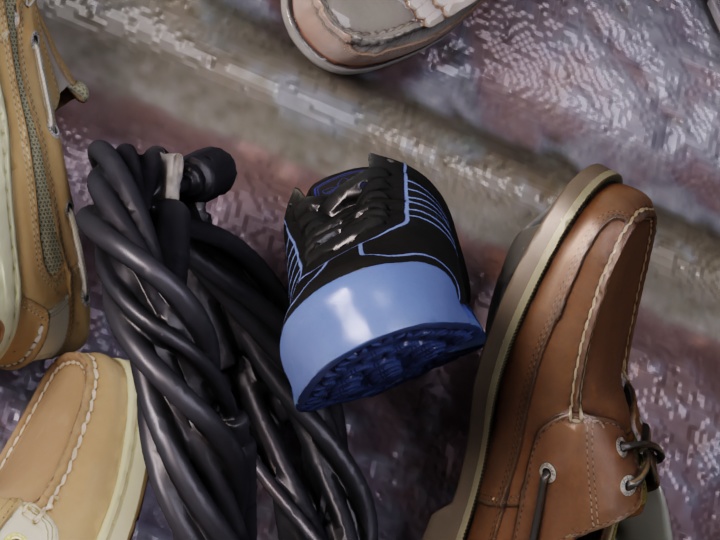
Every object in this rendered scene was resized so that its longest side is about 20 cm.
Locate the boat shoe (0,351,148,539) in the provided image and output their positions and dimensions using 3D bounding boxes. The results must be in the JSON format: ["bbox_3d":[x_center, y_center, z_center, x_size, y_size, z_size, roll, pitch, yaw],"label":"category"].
[{"bbox_3d":[-0.127,0.107,0.798,0.066,0.074,0.200,32,62,-22],"label":"boat shoe"}]

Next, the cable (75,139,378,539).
[{"bbox_3d":[-0.039,0.050,0.824,0.051,0.163,0.201,-17,84,7],"label":"cable"}]

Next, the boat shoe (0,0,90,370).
[{"bbox_3d":[-0.131,-0.065,0.858,0.076,0.072,0.201,-1,83,-44],"label":"boat shoe"}]

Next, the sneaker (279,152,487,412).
[{"bbox_3d":[0.000,0.000,0.846,0.070,0.200,0.078,-24,85,4],"label":"sneaker"}]

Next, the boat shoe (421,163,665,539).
[{"bbox_3d":[0.075,0.063,0.865,0.068,0.201,0.072,26,25,24],"label":"boat shoe"}]

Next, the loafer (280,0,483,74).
[{"bbox_3d":[0.051,-0.149,0.975,0.200,0.063,0.072,-39,95,-32],"label":"loafer"}]

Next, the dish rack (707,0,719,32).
[{"bbox_3d":[0.206,-0.191,1.040,0.171,0.044,0.201,-25,91,-3],"label":"dish rack"}]

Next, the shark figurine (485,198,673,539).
[{"bbox_3d":[0.093,0.082,0.941,0.089,0.128,0.215,-2,56,-55],"label":"shark figurine"}]
